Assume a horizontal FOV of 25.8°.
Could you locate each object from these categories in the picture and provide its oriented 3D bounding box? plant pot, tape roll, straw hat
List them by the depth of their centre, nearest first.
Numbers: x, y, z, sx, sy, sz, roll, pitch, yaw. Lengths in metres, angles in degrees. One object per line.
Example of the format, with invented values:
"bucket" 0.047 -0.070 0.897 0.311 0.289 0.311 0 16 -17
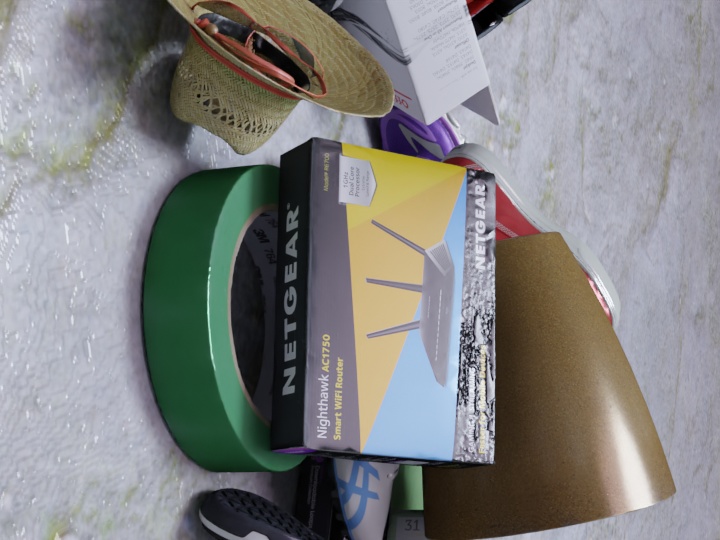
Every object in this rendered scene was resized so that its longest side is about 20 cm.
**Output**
"straw hat" -0.077 -0.122 0.999 0.085 0.201 0.201 -56 168 21
"tape roll" -0.074 0.032 1.040 0.200 0.048 0.203 -4 90 -67
"plant pot" 0.118 0.079 1.148 0.186 0.185 0.202 -4 82 -67

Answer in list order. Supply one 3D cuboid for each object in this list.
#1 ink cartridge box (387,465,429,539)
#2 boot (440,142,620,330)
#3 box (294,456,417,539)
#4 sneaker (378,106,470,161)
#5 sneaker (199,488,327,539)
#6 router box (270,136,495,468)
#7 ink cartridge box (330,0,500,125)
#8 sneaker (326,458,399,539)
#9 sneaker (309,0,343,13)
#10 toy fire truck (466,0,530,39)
"ink cartridge box" 0.065 0.210 1.259 0.146 0.048 0.202 45 47 -58
"boot" 0.112 0.013 1.252 0.200 0.072 0.145 44 51 -9
"box" 0.005 0.189 1.221 0.200 0.036 0.144 50 41 -57
"sneaker" 0.052 -0.050 1.327 0.083 0.080 0.202 -28 109 -52
"sneaker" -0.044 0.218 1.047 0.200 0.072 0.083 40 85 -39
"router box" 0.018 0.025 1.039 0.148 0.051 0.202 8 75 -30
"ink cartridge box" 0.031 -0.194 1.227 0.066 0.116 0.201 -33 128 -15
"sneaker" 0.016 0.100 1.105 0.072 0.072 0.202 -18 112 -82
"sneaker" -0.049 -0.281 1.128 0.081 0.074 0.201 -80 158 -56
"toy fire truck" 0.081 -0.269 1.324 0.129 0.176 0.200 56 33 -1
